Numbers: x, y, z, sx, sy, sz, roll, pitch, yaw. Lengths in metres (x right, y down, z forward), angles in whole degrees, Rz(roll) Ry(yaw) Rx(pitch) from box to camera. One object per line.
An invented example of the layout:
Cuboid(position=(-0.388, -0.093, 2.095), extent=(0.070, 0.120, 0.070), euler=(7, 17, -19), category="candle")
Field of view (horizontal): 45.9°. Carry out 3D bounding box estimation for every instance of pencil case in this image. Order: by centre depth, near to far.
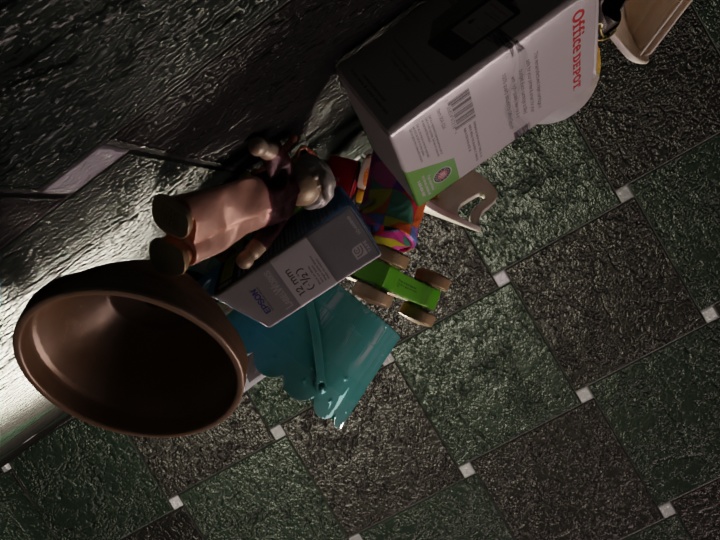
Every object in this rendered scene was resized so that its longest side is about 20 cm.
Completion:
Cuboid(position=(0.047, -0.119, 1.017), extent=(0.088, 0.088, 0.200), euler=(147, -38, -66), category="pencil case")

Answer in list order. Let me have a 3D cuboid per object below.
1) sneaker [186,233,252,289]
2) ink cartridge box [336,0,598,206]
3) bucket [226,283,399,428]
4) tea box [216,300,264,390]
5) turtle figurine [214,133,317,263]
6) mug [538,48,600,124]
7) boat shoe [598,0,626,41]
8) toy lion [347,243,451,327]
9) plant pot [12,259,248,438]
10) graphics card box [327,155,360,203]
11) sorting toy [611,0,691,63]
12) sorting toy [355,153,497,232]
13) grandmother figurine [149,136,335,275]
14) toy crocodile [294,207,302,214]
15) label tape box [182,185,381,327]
Cuboid(position=(-0.201, 0.003, 1.098), extent=(0.200, 0.078, 0.140), euler=(-18, 173, -38), category="sneaker")
Cuboid(position=(0.097, -0.166, 0.726), extent=(0.200, 0.084, 0.146), euler=(-36, 156, -1), category="ink cartridge box")
Cuboid(position=(-0.061, 0.079, 1.039), extent=(0.135, 0.207, 0.207), euler=(-52, -177, -6), category="bucket")
Cuboid(position=(-0.256, 0.118, 1.341), extent=(0.200, 0.134, 0.197), euler=(-35, -152, -26), category="tea box")
Cuboid(position=(-0.100, -0.070, 0.894), extent=(0.161, 0.064, 0.200), euler=(-36, -179, 13), category="turtle figurine")
Cuboid(position=(0.207, -0.275, 1.056), extent=(0.149, 0.187, 0.153), euler=(2, -169, 28), category="mug")
Cuboid(position=(0.250, -0.281, 0.900), extent=(0.072, 0.061, 0.201), euler=(-15, 140, -46), category="boat shoe")
Cuboid(position=(0.000, 0.000, 1.057), extent=(0.200, 0.192, 0.069), euler=(26, 86, -60), category="toy lion")
Cuboid(position=(-0.197, 0.056, 0.765), extent=(0.201, 0.201, 0.093), euler=(-35, -148, 33), category="plant pot")
Cuboid(position=(-0.041, -0.061, 1.230), extent=(0.200, 0.051, 0.126), euler=(95, 9, -66), category="graphics card box")
Cuboid(position=(0.336, -0.346, 0.986), extent=(0.180, 0.107, 0.200), euler=(-30, 158, -54), category="sorting toy")
Cuboid(position=(0.103, -0.122, 1.202), extent=(0.200, 0.180, 0.107), euler=(-55, 171, -53), category="sorting toy")
Cuboid(position=(-0.093, -0.063, 0.748), extent=(0.200, 0.061, 0.121), euler=(-26, 145, -48), category="grandmother figurine")
Cuboid(position=(-0.095, -0.079, 1.133), extent=(0.067, 0.062, 0.200), euler=(-40, -178, -10), category="toy crocodile")
Cuboid(position=(-0.082, -0.002, 0.890), extent=(0.200, 0.066, 0.143), euler=(-35, -166, 4), category="label tape box")
